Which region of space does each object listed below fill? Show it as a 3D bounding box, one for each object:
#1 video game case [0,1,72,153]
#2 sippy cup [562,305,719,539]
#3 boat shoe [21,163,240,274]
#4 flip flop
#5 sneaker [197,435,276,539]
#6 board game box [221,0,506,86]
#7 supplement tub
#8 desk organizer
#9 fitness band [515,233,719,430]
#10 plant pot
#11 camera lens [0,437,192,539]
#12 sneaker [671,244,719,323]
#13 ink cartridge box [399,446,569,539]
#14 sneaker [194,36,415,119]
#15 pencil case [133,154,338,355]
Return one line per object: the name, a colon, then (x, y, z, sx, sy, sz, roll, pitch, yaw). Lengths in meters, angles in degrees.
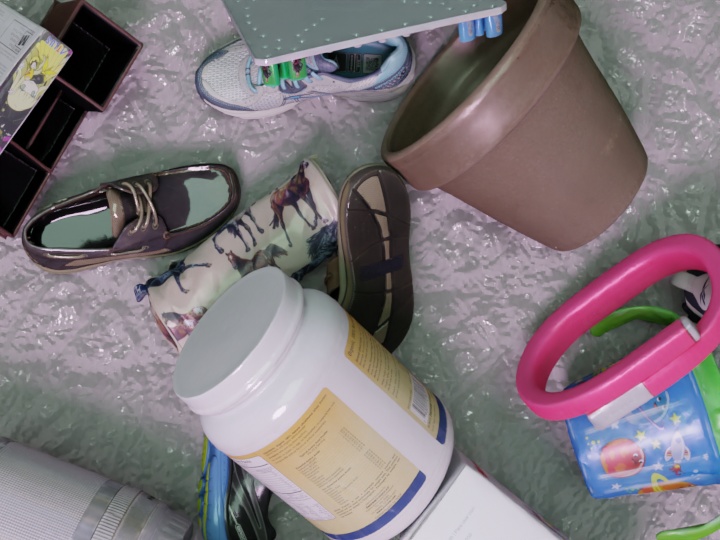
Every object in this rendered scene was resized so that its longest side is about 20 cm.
video game case: (-0.338, -0.141, 0.923, 0.036, 0.199, 0.183, 38, 86, -43)
sippy cup: (0.240, 0.128, 0.931, 0.128, 0.179, 0.141, -18, 116, 10)
boat shoe: (-0.199, -0.043, 0.961, 0.197, 0.073, 0.076, -20, 87, -1)
flip flop: (0.000, 0.000, 0.941, 0.080, 0.058, 0.203, -15, 122, -26)
sneaker: (-0.092, 0.141, 0.963, 0.081, 0.071, 0.204, 8, 84, -22)
board game box: (-0.005, -0.211, 0.908, 0.197, 0.201, 0.026, -14, 121, -9)
supplement tub: (-0.036, 0.107, 0.872, 0.145, 0.144, 0.200, -47, 115, -2)
desk organizer: (-0.271, -0.127, 0.941, 0.071, 0.077, 0.202, 34, 80, -31)
fitness band: (0.212, 0.049, 0.896, 0.199, 0.144, 0.037, -37, 114, 17)
plant pot: (0.143, -0.115, 0.923, 0.174, 0.200, 0.201, 39, 87, -15)
camera lens: (-0.253, 0.238, 0.895, 0.197, 0.160, 0.162, 20, 87, 1)
sneaker: (0.349, 0.020, 0.961, 0.196, 0.129, 0.081, -3, 109, -35)
ink cartridge box: (0.131, 0.242, 0.910, 0.199, 0.145, 0.085, 38, 87, 1)
sneaker: (-0.049, -0.184, 0.963, 0.196, 0.086, 0.079, -8, 86, -1)
pencil case: (-0.096, -0.013, 0.957, 0.199, 0.078, 0.090, -37, 65, -2)
